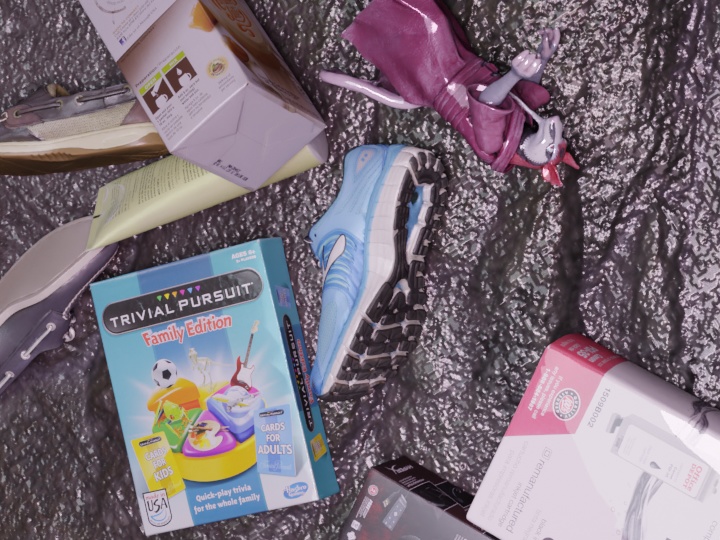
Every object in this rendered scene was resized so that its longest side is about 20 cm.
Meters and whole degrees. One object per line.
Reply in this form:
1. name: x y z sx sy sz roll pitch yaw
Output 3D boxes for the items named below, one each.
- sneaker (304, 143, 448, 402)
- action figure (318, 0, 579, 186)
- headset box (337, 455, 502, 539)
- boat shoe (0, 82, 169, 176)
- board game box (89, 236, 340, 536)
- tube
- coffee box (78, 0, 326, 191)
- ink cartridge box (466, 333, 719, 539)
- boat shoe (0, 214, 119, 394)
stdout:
1. sneaker: 0.000 0.000 1.513 0.090 0.078 0.201 21 97 38
2. action figure: 0.069 -0.125 1.435 0.149 0.134 0.200 -46 74 18
3. headset box: 0.072 0.251 1.483 0.199 0.077 0.149 30 102 19
4. boat shoe: -0.237 -0.113 1.592 0.199 0.073 0.065 -3 80 18
5. board game box: -0.113 0.090 1.562 0.150 0.047 0.201 -14 88 21
6. tube: -0.121 -0.072 1.554 0.199 0.058 0.052 -20 86 19
7. coffee box: -0.125 -0.167 1.488 0.080 0.114 0.200 -40 62 14
8. ink cartridge box: 0.198 0.155 1.426 0.199 0.083 0.147 28 102 18
9. boat shoe: -0.258 0.034 1.620 0.200 0.073 0.063 -40 122 12
